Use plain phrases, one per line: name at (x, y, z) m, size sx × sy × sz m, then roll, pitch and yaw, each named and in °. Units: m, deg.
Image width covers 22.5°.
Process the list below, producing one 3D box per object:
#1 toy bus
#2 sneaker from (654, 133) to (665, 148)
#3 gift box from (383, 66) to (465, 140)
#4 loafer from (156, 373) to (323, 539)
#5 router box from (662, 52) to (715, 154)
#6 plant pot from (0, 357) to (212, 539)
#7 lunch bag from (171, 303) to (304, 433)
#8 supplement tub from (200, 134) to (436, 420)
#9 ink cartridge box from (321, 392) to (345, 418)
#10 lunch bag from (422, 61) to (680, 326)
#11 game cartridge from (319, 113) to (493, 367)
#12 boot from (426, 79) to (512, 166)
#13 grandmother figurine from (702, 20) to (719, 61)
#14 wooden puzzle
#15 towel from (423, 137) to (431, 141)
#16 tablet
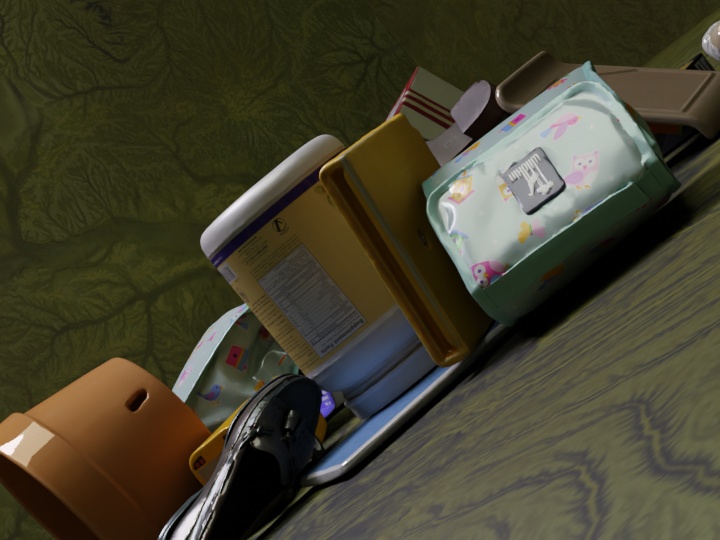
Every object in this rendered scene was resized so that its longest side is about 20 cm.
toy bus at (-0.087, 0.157, 1.545) m, size 0.065 × 0.078 × 0.200 m, roll -39°, pitch 1°, yaw 18°
sneaker at (0.197, -0.091, 1.656) m, size 0.200 × 0.100 × 0.075 m, roll -39°, pitch 5°, yaw -17°
gift box at (0.099, -0.099, 1.970) m, size 0.185 × 0.186 × 0.200 m, roll -57°, pitch 4°, yaw 38°
loafer at (-0.081, 0.163, 1.404) m, size 0.063 × 0.072 × 0.200 m, roll -14°, pitch 36°, yaw 57°
router box at (0.271, -0.128, 1.850) m, size 0.200 × 0.052 × 0.157 m, roll -38°, pitch 2°, yaw 29°
plant pot at (-0.215, 0.173, 1.591) m, size 0.140 × 0.200 × 0.200 m, roll -46°, pitch 4°, yaw -20°
lunch bag at (-0.117, 0.115, 1.773) m, size 0.170 × 0.122 × 0.200 m, roll 145°, pitch 147°, yaw -79°
supplement tub at (-0.017, 0.007, 1.476) m, size 0.145 × 0.200 × 0.145 m, roll -40°, pitch 1°, yaw 1°
ink cartridge box at (-0.022, 0.114, 1.971) m, size 0.200 × 0.043 × 0.198 m, roll -41°, pitch 2°, yaw -19°
lunch bag at (0.141, -0.055, 1.333) m, size 0.170 × 0.122 × 0.200 m, roll -36°, pitch 13°, yaw 10°
game cartridge at (0.048, -0.029, 1.416) m, size 0.032 × 0.177 × 0.200 m, roll -31°, pitch 4°, yaw 19°
boot at (0.141, -0.076, 1.734) m, size 0.186 × 0.200 × 0.064 m, roll -45°, pitch 40°, yaw 28°
grandmother figurine at (0.452, -0.284, 2.065) m, size 0.121 × 0.061 × 0.200 m, roll -30°, pitch 1°, yaw -19°
wooden puzzle at (0.241, -0.157, 1.668) m, size 0.185 × 0.199 × 0.037 m, roll -42°, pitch -41°, yaw -62°
towel at (0.075, -0.053, 1.793) m, size 0.153 × 0.200 × 0.023 m, roll -50°, pitch 33°, yaw 31°
tablet at (0.042, 0.099, 1.412) m, size 0.200 × 0.014 × 0.130 m, roll -40°, pitch 2°, yaw -20°
